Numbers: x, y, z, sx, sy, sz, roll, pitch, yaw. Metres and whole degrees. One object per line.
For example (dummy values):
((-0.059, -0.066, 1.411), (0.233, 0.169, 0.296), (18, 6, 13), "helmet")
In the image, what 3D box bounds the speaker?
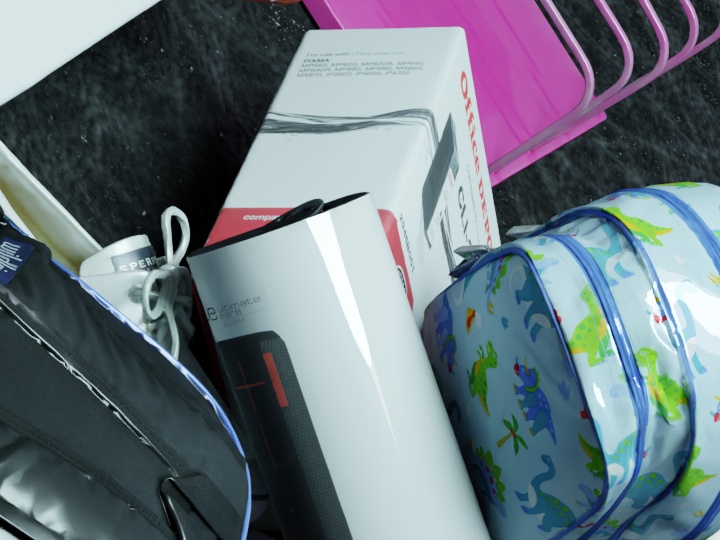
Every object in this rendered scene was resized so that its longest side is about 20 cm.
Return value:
((-0.001, 0.072, 1.128), (0.081, 0.081, 0.201), (-25, 98, -56), "speaker")

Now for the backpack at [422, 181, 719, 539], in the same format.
((0.100, 0.046, 1.147), (0.153, 0.200, 0.164), (-1, 72, -38), "backpack")

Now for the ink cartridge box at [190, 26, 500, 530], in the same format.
((0.000, 0.000, 1.282), (0.200, 0.083, 0.145), (-70, 154, -51), "ink cartridge box")

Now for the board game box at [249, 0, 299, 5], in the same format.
((-0.091, -0.172, 1.222), (0.200, 0.019, 0.103), (0, 76, -59), "board game box")

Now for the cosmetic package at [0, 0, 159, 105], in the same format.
((-0.157, -0.114, 1.209), (0.071, 0.101, 0.200), (60, 32, -10), "cosmetic package")

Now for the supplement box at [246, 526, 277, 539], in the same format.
((-0.047, 0.204, 1.128), (0.109, 0.061, 0.201), (30, 41, -33), "supplement box")

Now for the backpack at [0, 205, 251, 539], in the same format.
((-0.148, 0.078, 1.024), (0.200, 0.147, 0.183), (38, 38, -18), "backpack")

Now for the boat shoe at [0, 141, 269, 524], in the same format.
((-0.099, 0.013, 1.149), (0.202, 0.086, 0.075), (43, 14, 12), "boat shoe")

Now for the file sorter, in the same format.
((0.094, -0.141, 1.536), (0.139, 0.125, 0.200), (58, 33, 1), "file sorter")

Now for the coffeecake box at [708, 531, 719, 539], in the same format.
((0.177, 0.175, 1.334), (0.200, 0.073, 0.154), (-38, 111, -35), "coffeecake box")
